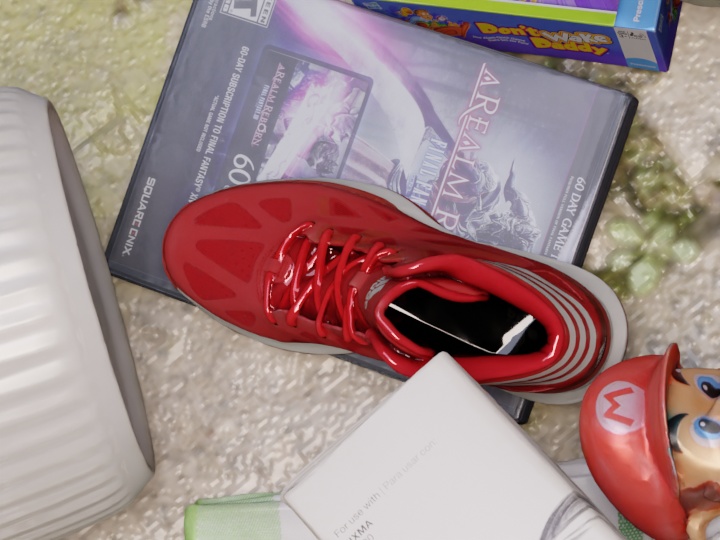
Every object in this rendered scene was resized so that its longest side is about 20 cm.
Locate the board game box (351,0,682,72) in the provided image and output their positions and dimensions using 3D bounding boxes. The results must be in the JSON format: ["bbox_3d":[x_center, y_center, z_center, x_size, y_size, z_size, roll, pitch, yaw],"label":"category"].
[{"bbox_3d":[0.084,-0.193,1.195,0.134,0.045,0.200,8,74,17],"label":"board game box"}]

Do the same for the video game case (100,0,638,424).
[{"bbox_3d":[0.001,-0.035,1.160,0.200,0.019,0.143,19,90,20],"label":"video game case"}]

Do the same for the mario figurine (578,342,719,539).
[{"bbox_3d":[0.182,0.062,1.028,0.200,0.123,0.106,6,103,1],"label":"mario figurine"}]

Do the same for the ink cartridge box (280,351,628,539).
[{"bbox_3d":[0.077,0.138,0.997,0.083,0.147,0.200,-42,67,-1],"label":"ink cartridge box"}]

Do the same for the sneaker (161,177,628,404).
[{"bbox_3d":[0.000,0.000,1.085,0.200,0.116,0.079,10,87,19],"label":"sneaker"}]

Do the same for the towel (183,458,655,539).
[{"bbox_3d":[0.025,0.152,1.099,0.200,0.031,0.150,-6,69,12],"label":"towel"}]

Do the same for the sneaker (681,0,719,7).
[{"bbox_3d":[0.075,-0.185,1.111,0.200,0.106,0.075,26,80,23],"label":"sneaker"}]

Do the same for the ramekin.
[{"bbox_3d":[-0.153,0.021,1.105,0.105,0.200,0.200,-15,68,-2],"label":"ramekin"}]
